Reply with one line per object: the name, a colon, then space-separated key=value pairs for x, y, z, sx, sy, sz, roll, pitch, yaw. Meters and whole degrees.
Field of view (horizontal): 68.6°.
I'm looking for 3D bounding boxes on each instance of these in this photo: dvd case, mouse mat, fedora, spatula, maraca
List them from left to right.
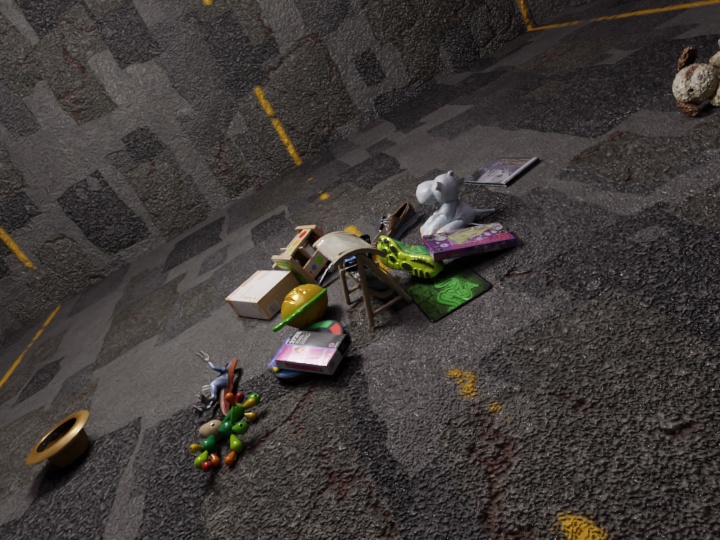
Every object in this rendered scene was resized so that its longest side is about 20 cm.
fedora: x=-0.799 y=0.470 z=1.431 sx=0.200 sy=0.082 sz=0.201 roll=-30 pitch=20 yaw=12
maraca: x=-0.155 y=0.102 z=1.376 sx=0.137 sy=0.107 sz=0.200 roll=-38 pitch=2 yaw=31
spatula: x=-0.084 y=-0.016 z=1.586 sx=0.200 sy=0.021 sz=0.056 roll=-56 pitch=20 yaw=-12
mouse mat: x=0.199 y=0.041 z=1.240 sx=0.161 sy=0.008 sz=0.200 roll=-31 pitch=25 yaw=-3
dvd case: x=0.437 y=-0.311 z=1.651 sx=0.148 sy=0.016 sz=0.200 roll=-36 pitch=25 yaw=-15

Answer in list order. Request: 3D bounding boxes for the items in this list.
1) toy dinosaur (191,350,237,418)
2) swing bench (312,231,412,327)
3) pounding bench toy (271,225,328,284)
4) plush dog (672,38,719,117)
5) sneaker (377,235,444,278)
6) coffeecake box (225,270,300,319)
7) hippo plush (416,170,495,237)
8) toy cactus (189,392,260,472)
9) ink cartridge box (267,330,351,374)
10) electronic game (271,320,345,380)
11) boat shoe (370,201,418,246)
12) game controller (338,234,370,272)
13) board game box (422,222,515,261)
toy dinosaur: x=-0.341 y=0.291 z=1.323 sx=0.199 sy=0.105 sz=0.181 roll=26 pitch=34 yaw=17
swing bench: x=0.000 y=0.000 z=1.302 sx=0.129 sy=0.201 sz=0.199 roll=-33 pitch=23 yaw=-8
pounding bench toy: x=-0.186 y=-0.055 z=1.678 sx=0.200 sy=0.124 sz=0.156 roll=3 pitch=53 yaw=55
plush dog: x=0.886 y=-0.482 z=1.332 sx=0.171 sy=0.201 sz=0.160 roll=-1 pitch=2 yaw=32
sneaker: x=0.124 y=-0.032 z=1.341 sx=0.200 sy=0.074 sz=0.083 roll=28 pitch=22 yaw=34
coffeecake box: x=-0.307 y=0.073 z=1.663 sx=0.200 sy=0.073 sz=0.154 roll=1 pitch=38 yaw=49
hippo plush: x=0.226 y=-0.171 z=1.434 sx=0.199 sy=0.161 sz=0.159 roll=-8 pitch=31 yaw=40
toy cactus: x=-0.303 y=0.340 z=1.133 sx=0.165 sy=0.102 sz=0.200 roll=-20 pitch=32 yaw=43
ink cartridge box: x=-0.124 y=0.184 z=1.207 sx=0.199 sy=0.037 sz=0.095 roll=-3 pitch=39 yaw=37
electronic game: x=-0.127 y=0.189 z=1.272 sx=0.199 sy=0.042 sz=0.200 roll=-25 pitch=24 yaw=12
boat shoe: x=0.093 y=-0.138 z=1.629 sx=0.200 sy=0.073 sz=0.072 roll=-44 pitch=27 yaw=-29
game controller: x=-0.016 y=-0.053 z=1.620 sx=0.104 sy=0.042 sz=0.200 roll=-30 pitch=24 yaw=14
board game box: x=0.261 y=-0.072 z=1.291 sx=0.199 sy=0.032 sz=0.120 roll=-10 pitch=28 yaw=-3
